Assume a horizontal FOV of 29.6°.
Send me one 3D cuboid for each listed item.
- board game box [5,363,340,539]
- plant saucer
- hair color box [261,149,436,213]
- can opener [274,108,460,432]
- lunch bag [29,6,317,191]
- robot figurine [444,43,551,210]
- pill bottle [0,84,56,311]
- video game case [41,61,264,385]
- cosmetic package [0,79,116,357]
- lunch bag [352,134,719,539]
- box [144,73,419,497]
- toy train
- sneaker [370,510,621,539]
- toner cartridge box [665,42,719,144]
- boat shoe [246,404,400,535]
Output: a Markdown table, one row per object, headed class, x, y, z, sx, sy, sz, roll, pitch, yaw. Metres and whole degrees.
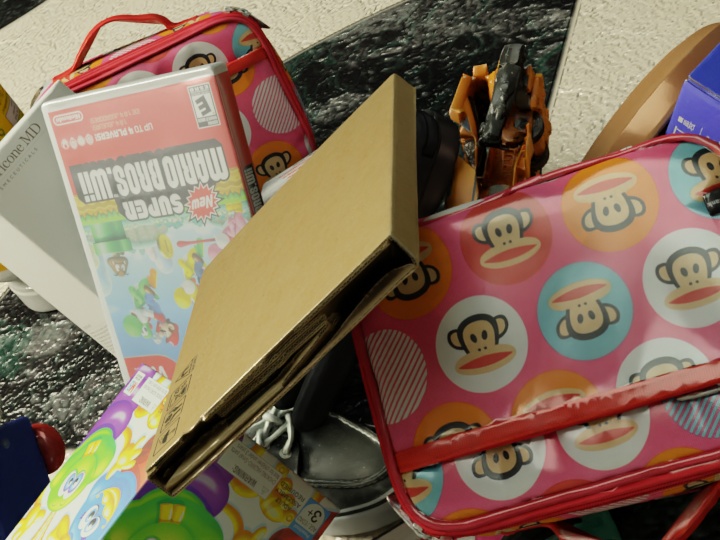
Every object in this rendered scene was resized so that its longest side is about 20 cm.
| class | x | y | z | sx | sy | sz | roll | pitch | yaw |
| --- | --- | --- | --- | --- | --- | --- | --- | --- | --- |
| board game box | -0.125 | 0.166 | 0.717 | 0.200 | 0.103 | 0.105 | -53 | 26 | -11 |
| plant saucer | 0.165 | -0.062 | 0.777 | 0.032 | 0.200 | 0.200 | 37 | 72 | 18 |
| hair color box | -0.013 | -0.048 | 0.915 | 0.101 | 0.061 | 0.200 | -32 | 11 | 4 |
| can opener | 0.000 | 0.000 | 0.776 | 0.063 | 0.079 | 0.200 | 33 | 102 | 60 |
| lunch bag | -0.146 | -0.113 | 1.034 | 0.200 | 0.176 | 0.082 | -26 | 21 | -1 |
| robot figurine | 0.084 | -0.042 | 0.850 | 0.058 | 0.145 | 0.200 | 0 | 58 | 15 |
| pill bottle | -0.288 | -0.062 | 1.075 | 0.113 | 0.200 | 0.113 | -19 | 40 | 17 |
| video game case | -0.115 | -0.019 | 0.841 | 0.143 | 0.200 | 0.017 | -6 | 15 | 34 |
| cosmetic package | -0.174 | -0.020 | 0.946 | 0.108 | 0.200 | 0.085 | -57 | 17 | -25 |
| lunch bag | 0.103 | 0.046 | 0.633 | 0.200 | 0.082 | 0.177 | -19 | 73 | 16 |
| box | -0.032 | -0.002 | 0.658 | 0.163 | 0.021 | 0.200 | -44 | 17 | 21 |
| toy train | -0.256 | 0.129 | 0.874 | 0.116 | 0.200 | 0.085 | -16 | 4 | 33 |
| sneaker | 0.056 | 0.183 | 0.684 | 0.200 | 0.084 | 0.121 | -39 | 33 | -4 |
| toner cartridge box | 0.196 | -0.057 | 0.739 | 0.043 | 0.200 | 0.095 | 38 | 65 | 20 |
| boat shoe | -0.049 | 0.107 | 0.840 | 0.199 | 0.068 | 0.074 | 8 | 54 | 40 |
